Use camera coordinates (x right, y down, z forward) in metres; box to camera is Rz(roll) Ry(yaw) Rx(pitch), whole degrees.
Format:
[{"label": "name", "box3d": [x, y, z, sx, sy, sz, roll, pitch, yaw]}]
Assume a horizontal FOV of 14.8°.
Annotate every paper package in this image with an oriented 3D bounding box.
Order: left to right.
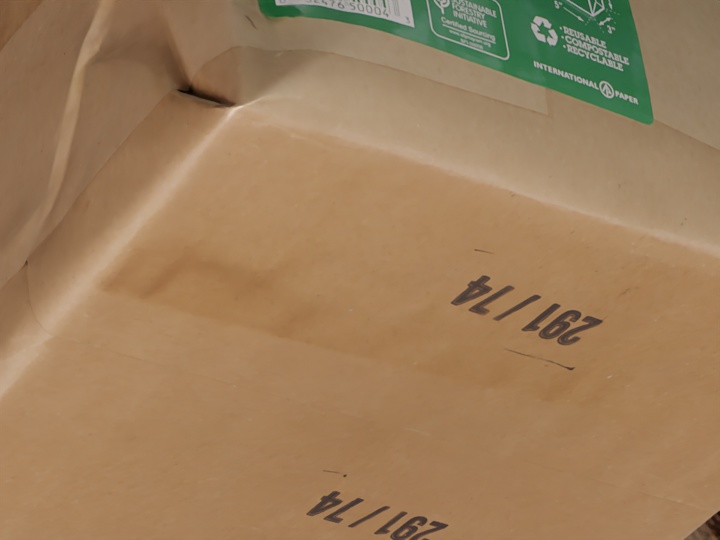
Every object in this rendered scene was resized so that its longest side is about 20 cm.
[{"label": "paper package", "box3d": [0.000, 0.000, 0.635, 0.200, 0.191, 0.104, 15, 46, -32]}]
